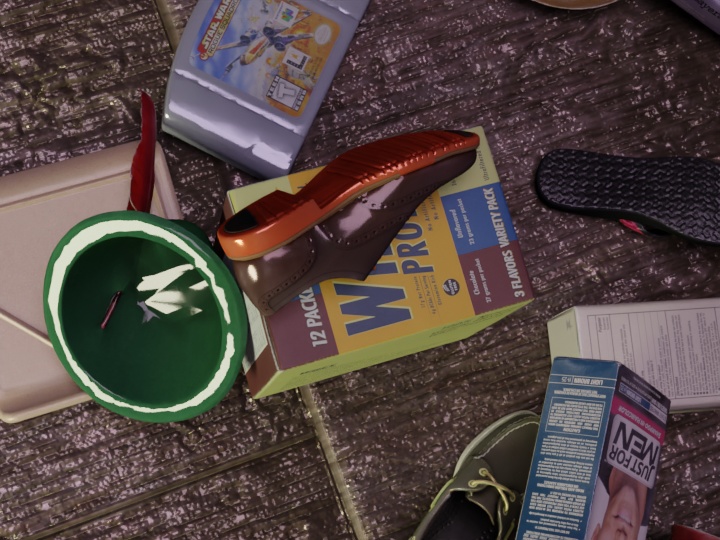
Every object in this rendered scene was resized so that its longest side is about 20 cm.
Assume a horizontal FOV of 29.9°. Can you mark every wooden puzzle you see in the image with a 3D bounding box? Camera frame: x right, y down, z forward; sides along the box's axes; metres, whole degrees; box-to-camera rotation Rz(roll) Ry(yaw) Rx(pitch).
[{"bbox_3d":[-0.226,0.006,1.094,0.184,0.037,0.201,-16,78,-13],"label":"wooden puzzle"}]

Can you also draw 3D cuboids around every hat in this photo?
[{"bbox_3d":[-0.143,-0.007,1.076,0.164,0.176,0.201,14,117,8],"label":"hat"}]

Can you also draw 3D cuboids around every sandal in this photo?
[{"bbox_3d":[0.252,-0.065,1.187,0.198,0.045,0.076,12,72,8],"label":"sandal"}]

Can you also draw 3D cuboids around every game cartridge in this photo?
[{"bbox_3d":[-0.084,-0.186,1.146,0.132,0.042,0.201,27,73,-10],"label":"game cartridge"}]

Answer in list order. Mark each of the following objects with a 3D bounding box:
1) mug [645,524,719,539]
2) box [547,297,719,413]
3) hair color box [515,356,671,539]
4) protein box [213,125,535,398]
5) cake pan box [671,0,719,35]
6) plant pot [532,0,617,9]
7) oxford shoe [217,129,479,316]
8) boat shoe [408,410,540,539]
[{"bbox_3d":[0.251,0.313,1.073,0.177,0.133,0.201,26,81,3],"label":"mug"},{"bbox_3d":[0.266,0.074,1.139,0.198,0.078,0.096,-2,80,-10],"label":"box"},{"bbox_3d":[0.170,0.175,1.003,0.100,0.060,0.201,32,68,-48],"label":"hair color box"},{"bbox_3d":[0.000,0.000,1.045,0.197,0.200,0.136,-15,82,-12],"label":"protein box"},{"bbox_3d":[0.356,-0.312,1.228,0.184,0.052,0.201,33,74,-15],"label":"cake pan box"},{"bbox_3d":[0.184,-0.329,1.228,0.198,0.027,0.202,2,79,-9],"label":"plant pot"},{"bbox_3d":[0.000,-0.038,0.925,0.199,0.071,0.073,-27,112,-16],"label":"oxford shoe"},{"bbox_3d":[0.094,0.197,1.096,0.072,0.060,0.202,40,76,0],"label":"boat shoe"}]
